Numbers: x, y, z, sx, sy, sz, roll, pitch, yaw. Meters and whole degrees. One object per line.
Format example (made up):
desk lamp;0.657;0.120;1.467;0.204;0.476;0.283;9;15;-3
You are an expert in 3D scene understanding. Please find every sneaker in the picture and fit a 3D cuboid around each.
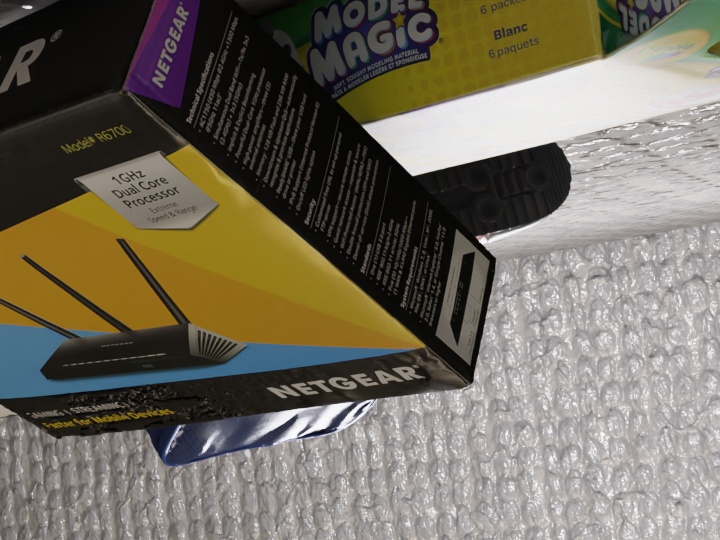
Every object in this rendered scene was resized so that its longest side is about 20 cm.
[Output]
sneaker;0.022;-0.033;0.777;0.198;0.071;0.082;-7;174;-7

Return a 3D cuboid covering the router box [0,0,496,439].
router box;-0.080;-0.007;0.413;0.199;0.051;0.149;-12;141;39

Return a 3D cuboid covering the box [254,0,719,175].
box;0.035;-0.065;0.416;0.199;0.049;0.117;-9;177;37

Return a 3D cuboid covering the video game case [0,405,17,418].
video game case;-0.124;0.006;0.632;0.198;0.144;0.019;-7;-140;-29

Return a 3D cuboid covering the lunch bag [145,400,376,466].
lunch bag;-0.074;0.025;0.823;0.199;0.133;0.136;-4;140;-43
